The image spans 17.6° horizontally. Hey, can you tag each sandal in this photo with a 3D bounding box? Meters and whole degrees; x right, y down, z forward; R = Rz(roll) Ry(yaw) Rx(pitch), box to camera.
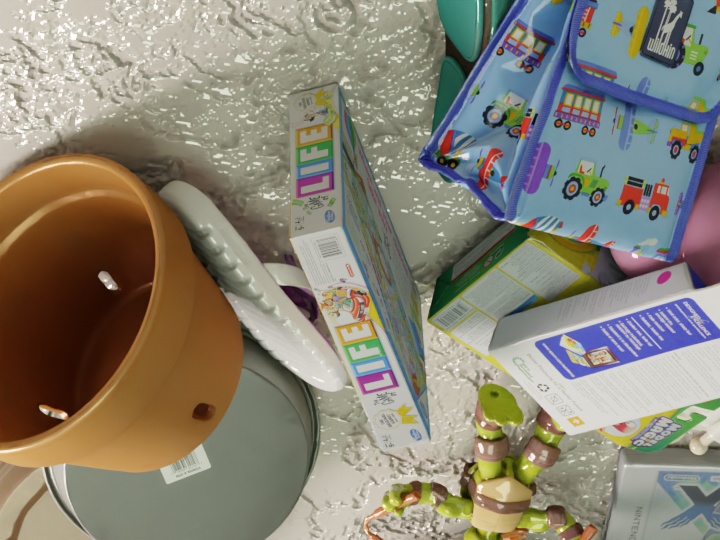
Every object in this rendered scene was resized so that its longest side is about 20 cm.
[{"bbox_3d":[-0.059,0.007,1.543,0.050,0.082,0.203,-49,128,-16],"label":"sandal"}]

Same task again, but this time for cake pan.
[{"bbox_3d":[-0.123,0.127,1.626,0.200,0.037,0.201,-5,117,-9],"label":"cake pan"}]

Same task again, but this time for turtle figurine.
[{"bbox_3d":[0.113,0.159,1.688,0.200,0.064,0.162,15,124,-4],"label":"turtle figurine"}]

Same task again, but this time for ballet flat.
[{"bbox_3d":[0.082,-0.139,1.414,0.070,0.067,0.200,-18,137,-19],"label":"ballet flat"}]

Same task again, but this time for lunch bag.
[{"bbox_3d":[0.150,-0.122,1.378,0.150,0.094,0.200,12,108,-40],"label":"lunch bag"}]

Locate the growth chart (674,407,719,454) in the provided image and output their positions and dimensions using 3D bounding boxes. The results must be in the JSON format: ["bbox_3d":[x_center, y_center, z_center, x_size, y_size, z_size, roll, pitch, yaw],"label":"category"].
[{"bbox_3d":[0.219,0.055,1.625,0.145,0.018,0.200,-36,125,29],"label":"growth chart"}]

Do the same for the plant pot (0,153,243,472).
[{"bbox_3d":[-0.168,0.043,1.494,0.200,0.200,0.140,-27,145,22],"label":"plant pot"}]

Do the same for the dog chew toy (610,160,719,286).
[{"bbox_3d":[0.253,-0.017,1.493,0.199,0.125,0.125,11,134,6],"label":"dog chew toy"}]

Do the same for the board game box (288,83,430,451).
[{"bbox_3d":[0.000,0.000,1.484,0.034,0.135,0.200,-13,132,10],"label":"board game box"}]

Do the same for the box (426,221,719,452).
[{"bbox_3d":[0.159,0.043,1.563,0.200,0.048,0.117,35,133,-17],"label":"box"}]

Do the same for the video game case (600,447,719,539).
[{"bbox_3d":[0.284,0.204,1.766,0.199,0.022,0.183,2,134,-4],"label":"video game case"}]

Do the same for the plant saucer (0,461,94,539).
[{"bbox_3d":[-0.185,0.195,1.685,0.200,0.029,0.201,-5,114,-12],"label":"plant saucer"}]

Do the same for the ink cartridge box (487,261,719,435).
[{"bbox_3d":[0.186,0.048,1.485,0.200,0.037,0.095,-17,128,42],"label":"ink cartridge box"}]
